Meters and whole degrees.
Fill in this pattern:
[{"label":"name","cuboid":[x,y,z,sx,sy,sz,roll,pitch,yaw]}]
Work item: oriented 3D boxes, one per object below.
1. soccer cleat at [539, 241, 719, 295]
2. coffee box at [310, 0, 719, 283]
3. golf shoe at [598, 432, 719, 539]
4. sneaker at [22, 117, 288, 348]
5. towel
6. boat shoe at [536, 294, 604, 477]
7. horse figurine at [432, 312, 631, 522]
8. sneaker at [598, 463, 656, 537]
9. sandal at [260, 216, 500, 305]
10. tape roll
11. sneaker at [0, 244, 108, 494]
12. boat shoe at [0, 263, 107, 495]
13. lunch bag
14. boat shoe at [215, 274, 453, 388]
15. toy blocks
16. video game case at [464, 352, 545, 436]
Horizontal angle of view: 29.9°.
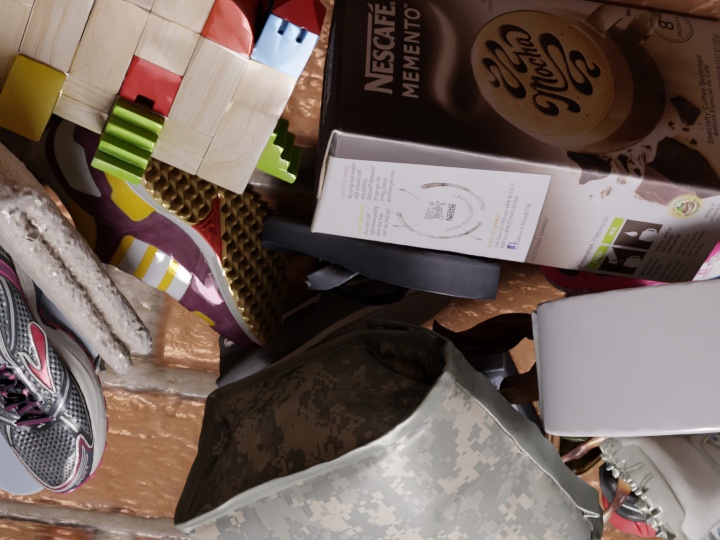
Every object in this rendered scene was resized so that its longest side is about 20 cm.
[{"label":"soccer cleat","cuboid":[0.204,-0.013,0.780,0.197,0.071,0.086,-15,143,23]},{"label":"coffee box","cuboid":[0.078,-0.072,0.668,0.197,0.114,0.080,7,145,-7]},{"label":"golf shoe","cuboid":[0.203,0.108,0.773,0.097,0.079,0.199,-43,153,14]},{"label":"sneaker","cuboid":[-0.115,-0.023,0.799,0.089,0.076,0.201,-5,139,26]},{"label":"towel","cuboid":[-0.177,-0.029,0.699,0.034,0.132,0.201,-42,156,-12]},{"label":"boat shoe","cuboid":[0.167,0.075,0.903,0.074,0.075,0.201,4,145,-1]},{"label":"horse figurine","cuboid":[0.137,0.084,0.834,0.199,0.050,0.132,38,117,-20]},{"label":"sneaker","cuboid":[0.266,0.147,1.001,0.198,0.072,0.098,-13,144,24]},{"label":"sandal","cuboid":[0.000,0.000,0.749,0.075,0.044,0.199,7,-175,-28]},{"label":"tape roll","cuboid":[0.191,0.044,0.706,0.199,0.072,0.202,-5,176,0]},{"label":"sneaker","cuboid":[-0.223,0.055,0.832,0.079,0.075,0.202,-14,112,17]},{"label":"boat shoe","cuboid":[-0.206,0.059,0.913,0.072,0.068,0.202,16,120,1]},{"label":"lunch bag","cuboid":[0.022,0.121,0.769,0.198,0.119,0.164,-25,124,30]},{"label":"boat shoe","cuboid":[-0.026,0.031,0.878,0.199,0.058,0.066,-31,153,33]},{"label":"toy blocks","cuboid":[-0.095,-0.128,0.632,0.198,0.101,0.137,23,128,-12]},{"label":"video game case","cuboid":[0.048,0.129,1.033,0.178,0.026,0.201,-9,143,17]}]
